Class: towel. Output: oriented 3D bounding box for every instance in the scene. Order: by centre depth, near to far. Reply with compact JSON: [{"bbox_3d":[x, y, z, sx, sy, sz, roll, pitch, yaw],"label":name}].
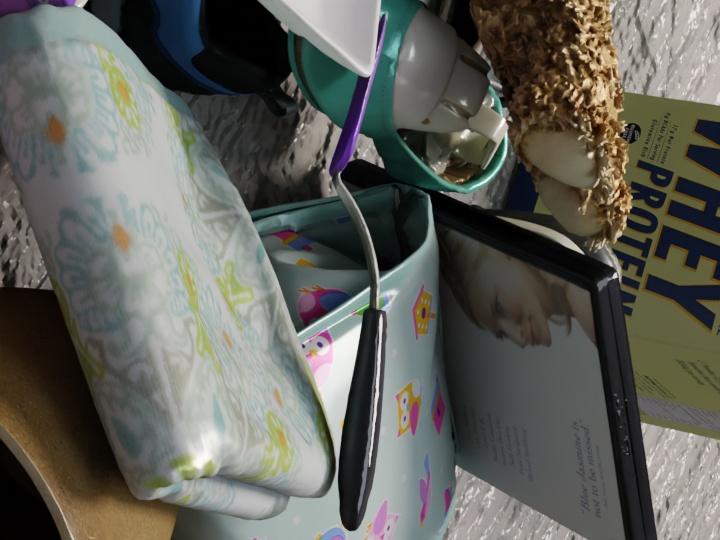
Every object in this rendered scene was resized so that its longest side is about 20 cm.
[{"bbox_3d":[-0.069,0.003,0.983,0.200,0.048,0.172,32,34,-75],"label":"towel"}]

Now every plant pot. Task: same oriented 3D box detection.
[{"bbox_3d":[-0.142,0.079,0.989,0.200,0.186,0.187,-42,135,-64],"label":"plant pot"}]

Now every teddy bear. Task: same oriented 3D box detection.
[{"bbox_3d":[0.082,-0.107,1.128,0.145,0.067,0.200,64,11,-50],"label":"teddy bear"}]

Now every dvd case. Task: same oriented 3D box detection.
[{"bbox_3d":[0.059,0.038,1.235,0.018,0.200,0.143,-24,118,-26],"label":"dvd case"}]

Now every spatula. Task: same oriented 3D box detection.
[{"bbox_3d":[0.000,0.000,1.047,0.057,0.020,0.201,135,-45,-79],"label":"spatula"}]

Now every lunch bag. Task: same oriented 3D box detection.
[{"bbox_3d":[-0.032,0.069,1.192,0.200,0.122,0.171,-33,126,-42],"label":"lunch bag"}]

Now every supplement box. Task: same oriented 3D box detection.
[{"bbox_3d":[0.205,0.008,1.471,0.200,0.199,0.135,37,68,-56],"label":"supplement box"}]

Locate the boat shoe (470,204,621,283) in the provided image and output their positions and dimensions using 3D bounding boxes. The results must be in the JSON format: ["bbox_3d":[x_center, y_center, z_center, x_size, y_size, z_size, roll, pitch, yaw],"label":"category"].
[{"bbox_3d":[0.075,-0.006,1.275,0.068,0.200,0.072,-32,98,-18],"label":"boat shoe"}]

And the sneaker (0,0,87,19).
[{"bbox_3d":[-0.164,-0.099,0.934,0.201,0.114,0.073,-48,138,-38],"label":"sneaker"}]

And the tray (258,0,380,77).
[{"bbox_3d":[-0.064,-0.161,1.005,0.200,0.022,0.108,40,38,-30],"label":"tray"}]

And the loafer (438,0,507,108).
[{"bbox_3d":[0.083,-0.182,1.346,0.063,0.072,0.201,10,93,-52],"label":"loafer"}]

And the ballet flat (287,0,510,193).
[{"bbox_3d":[0.027,-0.079,1.163,0.200,0.070,0.068,41,65,-71],"label":"ballet flat"}]

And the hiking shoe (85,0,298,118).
[{"bbox_3d":[-0.073,-0.158,1.083,0.074,0.086,0.200,-50,138,-39],"label":"hiking shoe"}]
